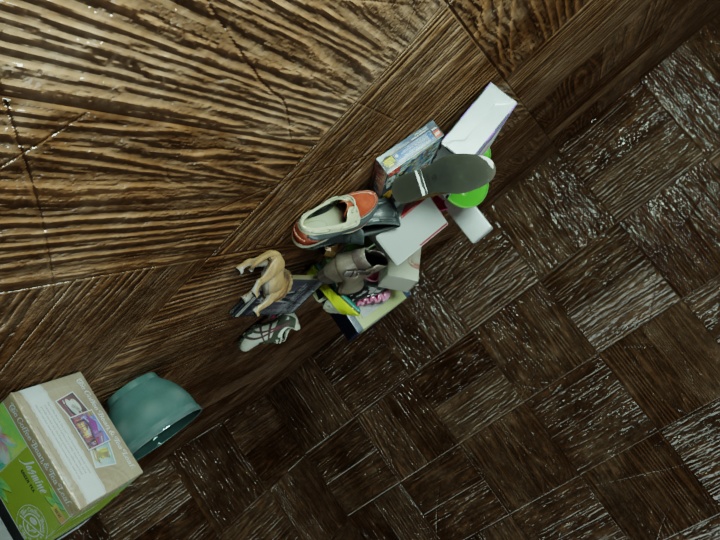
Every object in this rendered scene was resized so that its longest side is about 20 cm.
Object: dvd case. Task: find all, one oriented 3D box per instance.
[{"bbox_3d":[-0.187,0.058,1.285,0.149,0.016,0.199,-42,155,29],"label":"dvd case"}]

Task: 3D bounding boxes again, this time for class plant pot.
[{"bbox_3d":[-0.469,0.311,1.213,0.199,0.135,0.200,-37,173,-6],"label":"plant pot"}]

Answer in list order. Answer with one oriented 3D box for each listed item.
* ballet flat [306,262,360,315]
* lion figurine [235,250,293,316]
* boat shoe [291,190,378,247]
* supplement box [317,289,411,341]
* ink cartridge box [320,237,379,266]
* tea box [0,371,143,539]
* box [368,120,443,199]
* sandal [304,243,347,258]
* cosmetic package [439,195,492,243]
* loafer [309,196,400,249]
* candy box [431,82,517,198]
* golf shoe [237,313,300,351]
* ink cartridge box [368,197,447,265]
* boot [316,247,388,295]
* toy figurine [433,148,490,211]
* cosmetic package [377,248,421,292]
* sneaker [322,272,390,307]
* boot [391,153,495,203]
[{"bbox_3d":[-0.075,0.063,1.357,0.067,0.200,0.067,-47,145,4],"label":"ballet flat"},{"bbox_3d":[-0.175,0.011,1.072,0.122,0.072,0.200,-42,170,-26],"label":"lion figurine"},{"bbox_3d":[-0.040,-0.106,1.028,0.199,0.072,0.063,-28,166,-29],"label":"boat shoe"},{"bbox_3d":[0.000,0.058,1.602,0.199,0.201,0.134,-33,174,-21],"label":"supplement box"},{"bbox_3d":[-0.017,-0.044,1.432,0.147,0.076,0.200,-33,167,-27],"label":"ink cartridge box"},{"bbox_3d":[-0.490,0.306,0.864,0.196,0.201,0.133,-41,171,17],"label":"tea box"},{"bbox_3d":[0.084,-0.204,1.106,0.136,0.040,0.200,-35,172,-11],"label":"box"},{"bbox_3d":[-0.066,-0.053,1.218,0.081,0.055,0.200,-39,165,4],"label":"sandal"},{"bbox_3d":[0.278,-0.175,1.532,0.071,0.201,0.101,-38,172,13],"label":"cosmetic package"},{"bbox_3d":[-0.014,-0.083,1.103,0.198,0.071,0.068,-21,163,-11],"label":"loafer"},{"bbox_3d":[0.223,-0.262,1.151,0.168,0.071,0.200,-51,174,-11],"label":"candy box"},{"bbox_3d":[-0.262,0.180,1.559,0.199,0.089,0.077,-38,173,13],"label":"golf shoe"},{"bbox_3d":[0.090,-0.106,1.243,0.144,0.084,0.200,-39,-162,0],"label":"ink cartridge box"},{"bbox_3d":[0.000,0.000,1.261,0.145,0.071,0.199,-22,164,29],"label":"boot"},{"bbox_3d":[0.219,-0.227,1.396,0.201,0.149,0.184,-60,-165,-21],"label":"toy figurine"},{"bbox_3d":[0.106,-0.059,1.433,0.103,0.086,0.203,128,-28,-69],"label":"cosmetic package"},{"bbox_3d":[-0.014,0.049,1.470,0.198,0.097,0.079,-17,-152,-24],"label":"sneaker"},{"bbox_3d":[0.161,-0.176,1.052,0.198,0.075,0.075,-10,-178,25],"label":"boot"}]
